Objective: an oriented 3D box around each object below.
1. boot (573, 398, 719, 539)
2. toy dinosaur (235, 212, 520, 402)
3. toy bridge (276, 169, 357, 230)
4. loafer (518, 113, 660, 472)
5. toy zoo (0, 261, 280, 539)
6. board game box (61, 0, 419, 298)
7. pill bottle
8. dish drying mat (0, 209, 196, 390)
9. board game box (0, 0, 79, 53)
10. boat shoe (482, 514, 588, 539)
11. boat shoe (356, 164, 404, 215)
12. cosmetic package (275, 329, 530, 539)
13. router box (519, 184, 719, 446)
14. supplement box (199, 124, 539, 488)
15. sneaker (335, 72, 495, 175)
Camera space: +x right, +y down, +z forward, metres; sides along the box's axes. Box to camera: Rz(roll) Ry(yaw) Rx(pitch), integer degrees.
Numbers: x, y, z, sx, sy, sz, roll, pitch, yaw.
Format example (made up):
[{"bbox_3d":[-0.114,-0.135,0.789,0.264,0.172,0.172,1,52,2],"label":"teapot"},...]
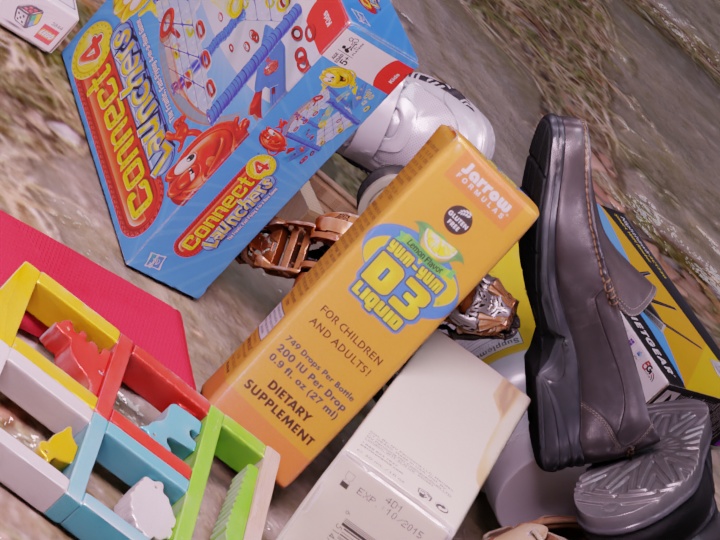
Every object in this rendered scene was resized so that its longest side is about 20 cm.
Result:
[{"bbox_3d":[0.182,0.196,1.443,0.165,0.065,0.202,-38,121,-59],"label":"boot"},{"bbox_3d":[0.000,0.000,1.452,0.200,0.102,0.136,38,-5,22],"label":"toy dinosaur"},{"bbox_3d":[-0.045,-0.051,1.610,0.199,0.027,0.067,25,29,-44],"label":"toy bridge"},{"bbox_3d":[0.126,0.010,1.387,0.072,0.202,0.073,-4,20,-3],"label":"loafer"},{"bbox_3d":[-0.128,0.077,1.222,0.200,0.020,0.132,39,30,-16],"label":"toy zoo"},{"bbox_3d":[-0.075,-0.123,1.453,0.056,0.196,0.201,26,28,-38],"label":"board game box"},{"bbox_3d":[0.092,0.065,1.539,0.112,0.112,0.201,28,27,-36],"label":"pill bottle"},{"bbox_3d":[-0.166,0.008,1.300,0.199,0.018,0.077,31,28,-36],"label":"dish drying mat"},{"bbox_3d":[-0.260,-0.222,1.509,0.199,0.035,0.127,31,26,-33],"label":"board game box"},{"bbox_3d":[0.087,0.171,1.397,0.076,0.072,0.200,50,22,12],"label":"boat shoe"},{"bbox_3d":[0.058,-0.012,1.642,0.200,0.072,0.068,39,22,-42],"label":"boat shoe"},{"bbox_3d":[0.018,0.116,1.319,0.071,0.106,0.200,36,23,3],"label":"cosmetic package"},{"bbox_3d":[0.194,0.032,1.862,0.149,0.051,0.201,16,36,-54],"label":"router box"},{"bbox_3d":[0.003,0.018,1.334,0.066,0.200,0.069,42,1,-6],"label":"supplement box"},{"bbox_3d":[-0.017,-0.105,1.614,0.199,0.076,0.115,23,8,19],"label":"sneaker"}]
